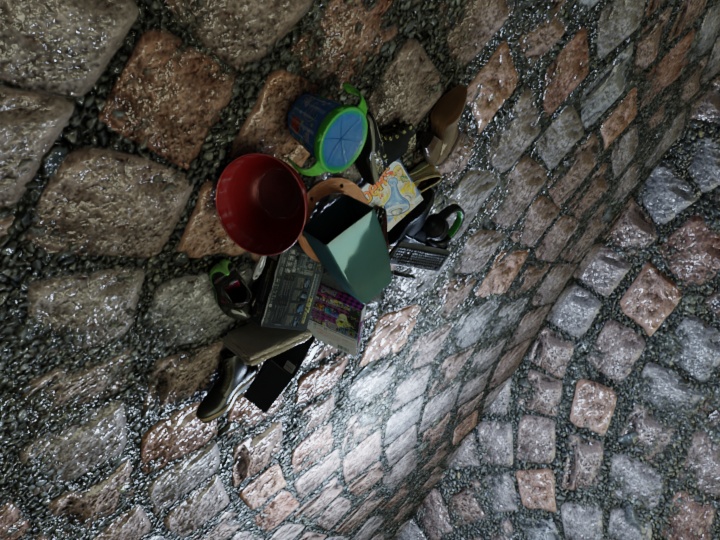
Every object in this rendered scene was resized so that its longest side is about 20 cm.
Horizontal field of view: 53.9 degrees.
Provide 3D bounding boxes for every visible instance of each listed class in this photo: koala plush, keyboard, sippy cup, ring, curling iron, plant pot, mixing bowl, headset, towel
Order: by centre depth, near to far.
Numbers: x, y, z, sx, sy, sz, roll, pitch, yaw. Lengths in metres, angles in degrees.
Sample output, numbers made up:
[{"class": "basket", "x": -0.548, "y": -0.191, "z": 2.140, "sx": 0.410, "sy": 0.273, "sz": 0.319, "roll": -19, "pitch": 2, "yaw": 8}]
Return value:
[{"class": "sippy cup", "x": -0.074, "y": -0.287, "z": 1.421, "sx": 0.176, "sy": 0.129, "sz": 0.142, "roll": -31, "pitch": 142, "yaw": -33}, {"class": "mixing bowl", "x": -0.182, "y": -0.143, "z": 1.428, "sx": 0.203, "sy": 0.197, "sz": 0.108, "roll": -62, "pitch": 173, "yaw": 24}, {"class": "plant pot", "x": -0.016, "y": -0.037, "z": 1.628, "sx": 0.140, "sy": 0.141, "sz": 0.203, "roll": -36, "pitch": 121, "yaw": -15}, {"class": "ring", "x": -0.065, "y": -0.117, "z": 1.668, "sx": 0.195, "sy": 0.019, "sz": 0.207, "roll": -10, "pitch": 110, "yaw": -28}, {"class": "curling iron", "x": 0.049, "y": -0.056, "z": 1.734, "sx": 0.048, "sy": 0.025, "sz": 0.207, "roll": -10, "pitch": 104, "yaw": -31}, {"class": "towel", "x": -0.229, "y": 0.166, "z": 1.743, "sx": 0.197, "sy": 0.131, "sz": 0.035, "roll": -21, "pitch": 126, "yaw": -36}, {"class": "koala plush", "x": 0.000, "y": 0.000, "z": 1.831, "sx": 0.202, "sy": 0.179, "sz": 0.180, "roll": -57, "pitch": 138, "yaw": -40}, {"class": "keyboard", "x": 0.141, "y": -0.017, "z": 1.874, "sx": 0.196, "sy": 0.021, "sz": 0.128, "roll": 8, "pitch": 131, "yaw": -38}, {"class": "headset", "x": 0.194, "y": -0.106, "z": 1.903, "sx": 0.199, "sy": 0.094, "sz": 0.125, "roll": -40, "pitch": 151, "yaw": -15}]

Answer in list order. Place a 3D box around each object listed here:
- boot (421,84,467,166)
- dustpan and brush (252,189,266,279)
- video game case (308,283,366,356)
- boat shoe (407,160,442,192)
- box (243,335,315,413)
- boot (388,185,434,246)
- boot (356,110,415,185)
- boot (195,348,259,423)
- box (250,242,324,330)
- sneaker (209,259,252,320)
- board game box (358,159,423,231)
[{"class": "boot", "x": 0.224, "y": -0.360, "z": 1.800, "sx": 0.202, "sy": 0.070, "sz": 0.145, "roll": -53, "pitch": 155, "yaw": 11}, {"class": "dustpan and brush", "x": -0.203, "y": -0.075, "z": 1.568, "sx": 0.138, "sy": 0.057, "sz": 0.203, "roll": 5, "pitch": 124, "yaw": -49}, {"class": "video game case", "x": -0.084, "y": 0.118, "z": 1.817, "sx": 0.036, "sy": 0.195, "sz": 0.184, "roll": -55, "pitch": 160, "yaw": -41}, {"class": "boat shoe", "x": 0.128, "y": -0.210, "z": 1.826, "sx": 0.198, "sy": 0.076, "sz": 0.072, "roll": -37, "pitch": 149, "yaw": -16}, {"class": "box", "x": -0.204, "y": 0.244, "z": 1.805, "sx": 0.142, "sy": 0.078, "sz": 0.201, "roll": -54, "pitch": -176, "yaw": 26}, {"class": "boot", "x": 0.168, "y": -0.135, "z": 1.959, "sx": 0.166, "sy": 0.077, "sz": 0.202, "roll": 11, "pitch": 123, "yaw": -52}, {"class": "boot", "x": 0.056, "y": -0.313, "z": 1.630, "sx": 0.153, "sy": 0.073, "sz": 0.206, "roll": -40, "pitch": 149, "yaw": -22}, {"class": "boot", "x": -0.349, "y": 0.273, "z": 1.783, "sx": 0.200, "sy": 0.076, "sz": 0.140, "roll": -47, "pitch": 149, "yaw": -28}, {"class": "box", "x": -0.168, "y": 0.036, "z": 1.684, "sx": 0.156, "sy": 0.050, "sz": 0.206, "roll": 10, "pitch": 98, "yaw": -49}, {"class": "sneaker", "x": -0.285, "y": 0.062, "z": 1.600, "sx": 0.076, "sy": 0.084, "sz": 0.202, "roll": -37, "pitch": 148, "yaw": -14}, {"class": "board game box", "x": 0.047, "y": -0.168, "z": 1.746, "sx": 0.199, "sy": 0.034, "sz": 0.137, "roll": -42, "pitch": 115, "yaw": -10}]
